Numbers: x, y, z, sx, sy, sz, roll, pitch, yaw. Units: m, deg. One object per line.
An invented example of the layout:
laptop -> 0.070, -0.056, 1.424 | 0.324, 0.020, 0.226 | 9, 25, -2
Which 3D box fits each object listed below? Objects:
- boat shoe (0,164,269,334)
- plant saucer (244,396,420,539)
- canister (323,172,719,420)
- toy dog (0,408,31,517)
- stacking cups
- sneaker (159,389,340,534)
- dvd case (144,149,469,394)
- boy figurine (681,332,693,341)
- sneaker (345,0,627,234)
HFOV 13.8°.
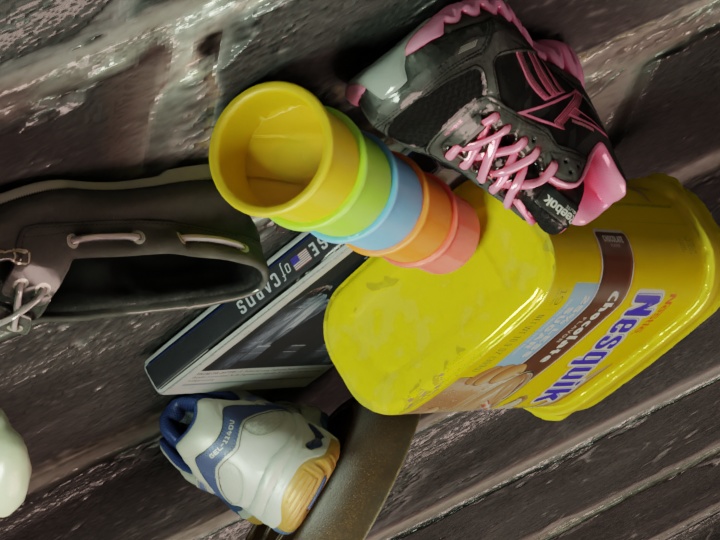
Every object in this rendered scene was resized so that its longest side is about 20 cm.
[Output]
boat shoe -> -0.119, -0.002, 1.287 | 0.200, 0.057, 0.067 | -14, 157, -43
plant saucer -> -0.031, 0.143, 1.642 | 0.200, 0.032, 0.200 | -56, -172, 12
canister -> 0.088, 0.014, 1.548 | 0.148, 0.087, 0.200 | -40, 160, 25
toy dog -> -0.255, 0.041, 1.104 | 0.194, 0.140, 0.200 | 5, -166, 44
stacking cups -> 0.003, -0.039, 1.362 | 0.060, 0.061, 0.200 | -35, 159, 17
sneaker -> -0.067, 0.091, 1.636 | 0.075, 0.088, 0.200 | -61, -174, -7
dvd case -> 0.000, 0.000, 1.546 | 0.200, 0.025, 0.150 | -37, 162, 24
boy figurine -> 0.137, 0.020, 1.762 | 0.124, 0.065, 0.200 | -33, 166, 18
sneaker -> 0.067, -0.063, 1.362 | 0.079, 0.096, 0.200 | -35, 161, 22
